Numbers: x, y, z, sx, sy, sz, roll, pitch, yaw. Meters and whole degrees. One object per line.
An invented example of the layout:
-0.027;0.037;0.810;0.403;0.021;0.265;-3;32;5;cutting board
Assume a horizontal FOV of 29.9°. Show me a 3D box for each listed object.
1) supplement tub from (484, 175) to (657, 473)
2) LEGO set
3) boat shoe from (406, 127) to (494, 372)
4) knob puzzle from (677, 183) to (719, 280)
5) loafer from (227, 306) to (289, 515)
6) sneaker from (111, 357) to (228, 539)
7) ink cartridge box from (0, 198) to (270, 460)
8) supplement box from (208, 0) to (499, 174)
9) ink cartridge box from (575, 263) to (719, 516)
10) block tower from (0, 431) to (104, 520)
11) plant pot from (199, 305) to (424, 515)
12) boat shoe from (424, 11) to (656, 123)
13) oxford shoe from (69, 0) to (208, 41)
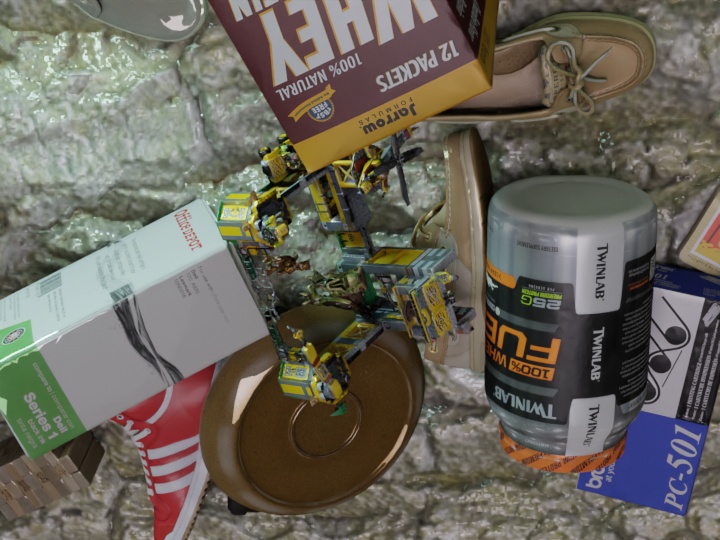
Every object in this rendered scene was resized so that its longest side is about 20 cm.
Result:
0.153;0.039;0.996;0.122;0.123;0.201;1;111;7;supplement tub
0.000;0.000;0.962;0.116;0.154;0.201;3;114;43;LEGO set
0.068;-0.011;1.040;0.069;0.074;0.201;0;112;13;boat shoe
0.366;-0.047;1.008;0.219;0.030;0.220;3;117;6;knob puzzle
-0.066;0.118;1.133;0.071;0.073;0.200;7;121;-10;loafer
-0.178;0.149;1.155;0.112;0.071;0.200;16;110;-5;sneaker
-0.180;0.038;1.022;0.200;0.146;0.084;-27;111;-6;ink cartridge box
-0.012;-0.209;0.881;0.133;0.197;0.200;-23;112;18;supplement box
0.237;0.094;1.082;0.094;0.044;0.201;13;118;12;ink cartridge box
-0.328;0.194;1.207;0.200;0.058;0.054;-26;111;17;block tower
-0.031;0.118;1.089;0.200;0.027;0.201;-12;120;-23;plant pot
0.115;-0.137;0.976;0.199;0.063;0.073;-10;115;12;boat shoe
-0.205;-0.224;0.978;0.200;0.058;0.075;30;114;-10;oxford shoe
